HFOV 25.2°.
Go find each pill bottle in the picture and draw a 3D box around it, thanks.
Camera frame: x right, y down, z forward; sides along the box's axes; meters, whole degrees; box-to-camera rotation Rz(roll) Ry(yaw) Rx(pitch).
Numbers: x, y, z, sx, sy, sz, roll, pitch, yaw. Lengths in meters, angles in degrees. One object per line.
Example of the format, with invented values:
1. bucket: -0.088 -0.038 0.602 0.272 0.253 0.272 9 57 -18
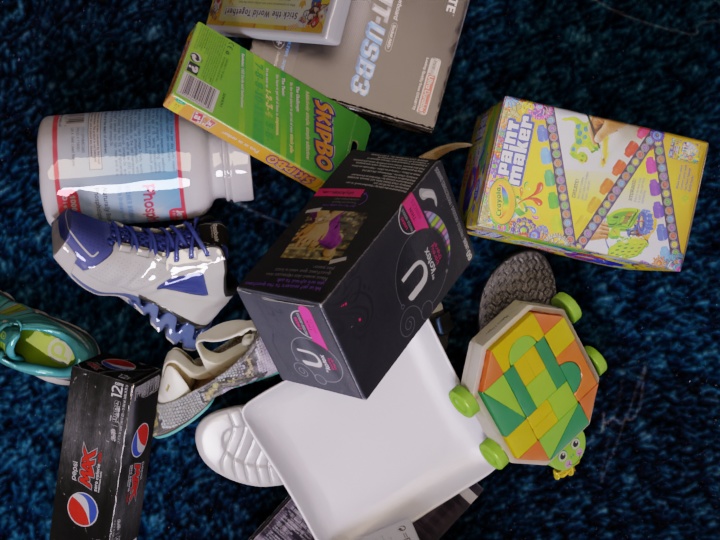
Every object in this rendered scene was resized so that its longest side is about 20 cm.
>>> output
1. pill bottle: -0.204 -0.101 1.546 0.198 0.109 0.110 -4 90 -3

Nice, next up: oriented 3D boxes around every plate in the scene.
1. plate: 0.011 0.156 1.541 0.199 0.032 0.201 -32 110 -8

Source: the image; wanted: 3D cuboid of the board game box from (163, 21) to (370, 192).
1. board game box: -0.084 -0.148 1.524 0.199 0.030 0.096 27 53 -17

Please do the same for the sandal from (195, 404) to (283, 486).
1. sandal: -0.066 0.168 1.585 0.201 0.050 0.083 3 102 -17

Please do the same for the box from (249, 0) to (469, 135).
1. box: 0.003 -0.256 1.590 0.197 0.050 0.201 17 89 -2

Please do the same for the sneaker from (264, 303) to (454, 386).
1. sneaker: 0.000 0.085 1.575 0.199 0.073 0.112 -29 92 -3

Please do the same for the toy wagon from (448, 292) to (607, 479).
1. toy wagon: 0.176 0.125 1.560 0.155 0.039 0.201 -40 118 -19

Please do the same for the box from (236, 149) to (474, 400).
1. box: 0.000 0.000 1.464 0.200 0.106 0.123 -51 134 -31

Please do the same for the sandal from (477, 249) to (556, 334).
1. sandal: 0.148 0.075 1.602 0.075 0.048 0.202 5 102 -4

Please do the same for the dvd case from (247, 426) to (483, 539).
1. dvd case: 0.005 0.242 1.585 0.149 0.016 0.200 43 88 -18

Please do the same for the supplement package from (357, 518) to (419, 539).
1. supplement package: -0.004 0.368 1.510 0.199 0.152 0.151 -23 123 -3

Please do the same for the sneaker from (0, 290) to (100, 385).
1. sneaker: -0.346 0.057 1.551 0.199 0.080 0.078 16 89 -2

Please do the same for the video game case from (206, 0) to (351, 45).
1. video game case: -0.063 -0.308 1.525 0.023 0.199 0.183 16 89 -41

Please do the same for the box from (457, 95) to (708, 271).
1. box: 0.201 -0.078 1.524 0.191 0.200 0.123 13 90 -3

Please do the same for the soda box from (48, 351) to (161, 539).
1. soda box: -0.245 0.185 1.533 0.070 0.063 0.202 15 104 18

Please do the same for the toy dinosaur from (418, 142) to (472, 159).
1. toy dinosaur: 0.014 -0.073 1.595 0.101 0.058 0.200 36 94 -17

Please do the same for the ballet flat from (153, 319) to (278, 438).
1. ballet flat: -0.147 0.093 1.538 0.200 0.072 0.072 -29 91 26

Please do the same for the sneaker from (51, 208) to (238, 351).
1. sneaker: -0.189 -0.017 1.520 0.115 0.081 0.199 -43 126 17
